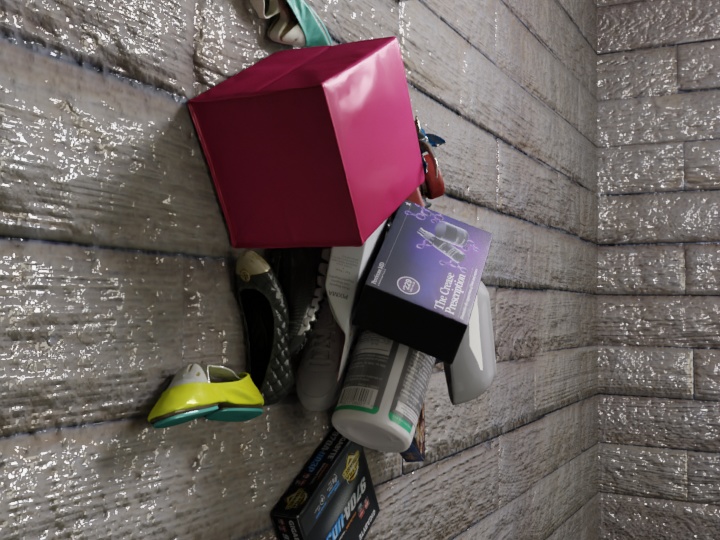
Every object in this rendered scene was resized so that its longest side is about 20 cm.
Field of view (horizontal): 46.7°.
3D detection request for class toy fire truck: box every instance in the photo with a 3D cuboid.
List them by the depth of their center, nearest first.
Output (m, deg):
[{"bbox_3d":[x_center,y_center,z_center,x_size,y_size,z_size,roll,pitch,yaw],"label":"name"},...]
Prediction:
[{"bbox_3d":[0.076,-0.079,1.286,0.200,0.111,0.170,-153,-138,-80],"label":"toy fire truck"}]

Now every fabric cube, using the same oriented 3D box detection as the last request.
[{"bbox_3d":[-0.059,-0.157,1.035,0.199,0.198,0.198,-48,131,-50],"label":"fabric cube"}]

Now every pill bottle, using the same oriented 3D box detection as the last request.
[{"bbox_3d":[0.042,0.133,1.136,0.113,0.112,0.202,54,48,-47],"label":"pill bottle"}]

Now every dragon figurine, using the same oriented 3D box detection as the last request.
[{"bbox_3d":[0.078,-0.176,1.175,0.099,0.200,0.059,28,97,-46],"label":"dragon figurine"}]

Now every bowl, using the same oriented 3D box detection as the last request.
[{"bbox_3d":[0.159,0.090,1.272,0.200,0.074,0.202,-68,151,-82],"label":"bowl"}]

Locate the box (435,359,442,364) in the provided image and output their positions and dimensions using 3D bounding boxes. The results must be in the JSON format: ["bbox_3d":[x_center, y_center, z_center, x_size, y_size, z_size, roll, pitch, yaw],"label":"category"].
[{"bbox_3d":[0.082,0.073,1.323,0.200,0.050,0.159,42,27,-85],"label":"box"}]

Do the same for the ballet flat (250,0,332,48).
[{"bbox_3d":[-0.106,-0.347,1.105,0.071,0.067,0.200,-52,139,-15],"label":"ballet flat"}]

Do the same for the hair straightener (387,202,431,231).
[{"bbox_3d":[0.072,-0.109,1.464,0.199,0.041,0.078,-13,101,-57],"label":"hair straightener"}]

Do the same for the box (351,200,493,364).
[{"bbox_3d":[0.086,0.009,1.108,0.201,0.140,0.079,-65,173,-49],"label":"box"}]

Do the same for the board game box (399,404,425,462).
[{"bbox_3d":[0.069,0.211,1.319,0.200,0.034,0.137,62,27,-61],"label":"board game box"}]

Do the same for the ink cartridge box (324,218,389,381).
[{"bbox_3d":[-0.014,0.025,1.129,0.163,0.056,0.202,-50,158,-70],"label":"ink cartridge box"}]

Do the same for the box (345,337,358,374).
[{"bbox_3d":[0.023,0.162,1.300,0.200,0.039,0.139,-56,139,-69],"label":"box"}]

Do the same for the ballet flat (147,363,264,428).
[{"bbox_3d":[-0.179,0.141,0.952,0.200,0.066,0.068,15,55,-64],"label":"ballet flat"}]

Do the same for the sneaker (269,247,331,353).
[{"bbox_3d":[-0.085,0.010,1.114,0.067,0.089,0.202,115,-8,-72],"label":"sneaker"}]

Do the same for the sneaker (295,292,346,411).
[{"bbox_3d":[-0.056,0.097,1.160,0.100,0.074,0.202,72,21,-48],"label":"sneaker"}]

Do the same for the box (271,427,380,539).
[{"bbox_3d":[-0.044,0.351,1.208,0.200,0.045,0.161,-47,129,-54],"label":"box"}]

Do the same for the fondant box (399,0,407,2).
[{"bbox_3d":[0.065,-0.585,1.432,0.200,0.058,0.146,41,54,-54],"label":"fondant box"}]

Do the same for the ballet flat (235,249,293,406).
[{"bbox_3d":[-0.124,0.074,1.044,0.057,0.066,0.203,-24,109,-48],"label":"ballet flat"}]
